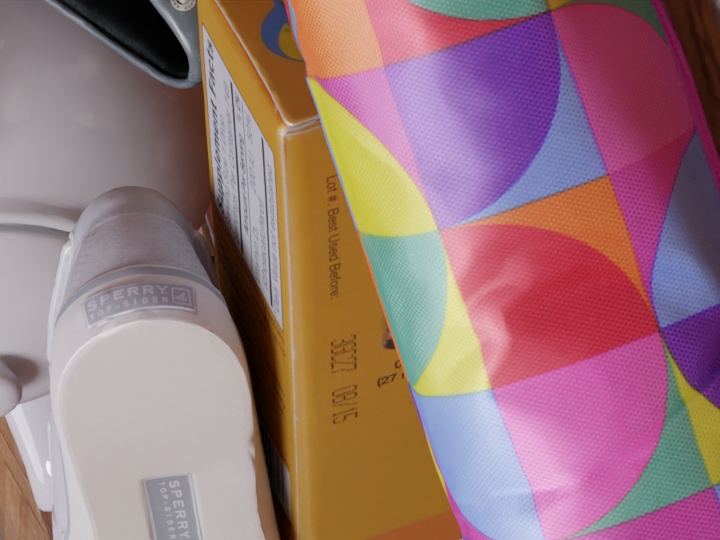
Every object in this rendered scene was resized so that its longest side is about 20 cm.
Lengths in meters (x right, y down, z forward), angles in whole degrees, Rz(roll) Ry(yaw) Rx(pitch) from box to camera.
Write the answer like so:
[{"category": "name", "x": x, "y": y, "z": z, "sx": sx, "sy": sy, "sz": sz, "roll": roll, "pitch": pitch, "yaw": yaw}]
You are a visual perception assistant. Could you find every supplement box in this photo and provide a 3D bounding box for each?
[{"category": "supplement box", "x": 0.000, "y": 0.000, "z": 0.807, "sx": 0.200, "sy": 0.066, "sz": 0.069, "roll": 91, "pitch": 156, "yaw": -51}]

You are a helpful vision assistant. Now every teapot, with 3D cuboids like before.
[{"category": "teapot", "x": -0.131, "y": -0.022, "z": 0.950, "sx": 0.197, "sy": 0.200, "sz": 0.146, "roll": -42, "pitch": 48, "yaw": 41}]

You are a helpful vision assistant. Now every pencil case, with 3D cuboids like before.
[{"category": "pencil case", "x": 0.039, "y": -0.016, "z": 0.622, "sx": 0.088, "sy": 0.088, "sz": 0.200, "roll": -163, "pitch": 54, "yaw": -71}]

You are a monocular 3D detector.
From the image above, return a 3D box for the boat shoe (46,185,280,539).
[{"category": "boat shoe", "x": -0.060, "y": 0.061, "z": 0.849, "sx": 0.200, "sy": 0.072, "sz": 0.069, "roll": 81, "pitch": 180, "yaw": -46}]

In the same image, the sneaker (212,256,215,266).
[{"category": "sneaker", "x": -0.036, "y": 0.081, "z": 1.016, "sx": 0.200, "sy": 0.080, "sz": 0.086, "roll": 56, "pitch": 149, "yaw": 26}]

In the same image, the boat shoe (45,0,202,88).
[{"category": "boat shoe", "x": -0.108, "y": -0.121, "z": 0.852, "sx": 0.200, "sy": 0.062, "sz": 0.073, "roll": 32, "pitch": 152, "yaw": 4}]
